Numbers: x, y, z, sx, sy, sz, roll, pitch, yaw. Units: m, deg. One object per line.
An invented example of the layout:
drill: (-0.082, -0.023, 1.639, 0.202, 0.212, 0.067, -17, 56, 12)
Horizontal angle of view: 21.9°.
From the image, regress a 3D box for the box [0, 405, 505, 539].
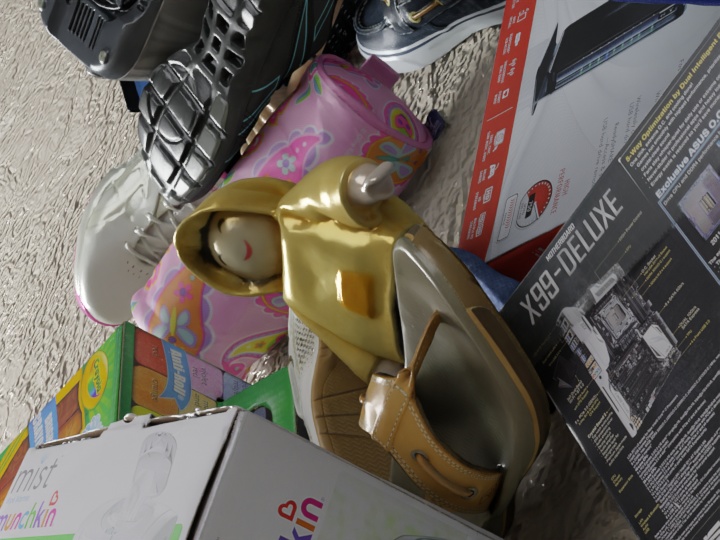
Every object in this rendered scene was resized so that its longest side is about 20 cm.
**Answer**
box: (-0.039, 0.136, 0.753, 0.200, 0.176, 0.097, -15, 51, 56)

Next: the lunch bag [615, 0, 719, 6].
lunch bag: (0.152, -0.192, 0.715, 0.200, 0.128, 0.170, -9, 49, 24)

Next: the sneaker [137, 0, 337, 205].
sneaker: (-0.058, -0.115, 1.025, 0.075, 0.079, 0.200, 52, 130, 27)

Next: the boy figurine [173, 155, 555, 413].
boy figurine: (0.000, 0.000, 0.822, 0.200, 0.125, 0.064, 27, 47, 31)

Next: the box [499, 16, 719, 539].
box: (0.147, -0.003, 0.632, 0.200, 0.050, 0.158, -56, 39, 23)

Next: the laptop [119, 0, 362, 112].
laptop: (-0.067, -0.192, 1.222, 0.200, 0.103, 0.177, -53, 27, 15)

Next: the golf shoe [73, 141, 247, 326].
golf shoe: (-0.125, -0.049, 1.227, 0.200, 0.075, 0.092, -62, 28, 3)

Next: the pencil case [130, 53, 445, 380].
pencil case: (-0.044, -0.028, 1.039, 0.200, 0.087, 0.087, -52, 27, 19)

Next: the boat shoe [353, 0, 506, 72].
boat shoe: (0.034, -0.172, 1.030, 0.200, 0.091, 0.071, -14, 52, 58)

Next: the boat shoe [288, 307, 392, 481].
boat shoe: (0.001, 0.057, 0.900, 0.069, 0.071, 0.200, 106, 161, -45)

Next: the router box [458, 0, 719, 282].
router box: (0.128, -0.096, 0.823, 0.179, 0.049, 0.200, -29, 40, 49)

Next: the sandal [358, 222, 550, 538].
sandal: (0.027, 0.064, 0.729, 0.080, 0.054, 0.200, 47, 154, 27)

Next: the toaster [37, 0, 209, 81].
toaster: (-0.092, -0.200, 1.077, 0.114, 0.129, 0.200, 38, 115, 42)

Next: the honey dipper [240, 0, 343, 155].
honey dipper: (-0.024, -0.150, 1.117, 0.038, 0.038, 0.200, -107, 34, -57)

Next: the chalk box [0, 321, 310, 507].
chalk box: (-0.103, 0.122, 0.949, 0.200, 0.124, 0.125, -46, 30, 30)
